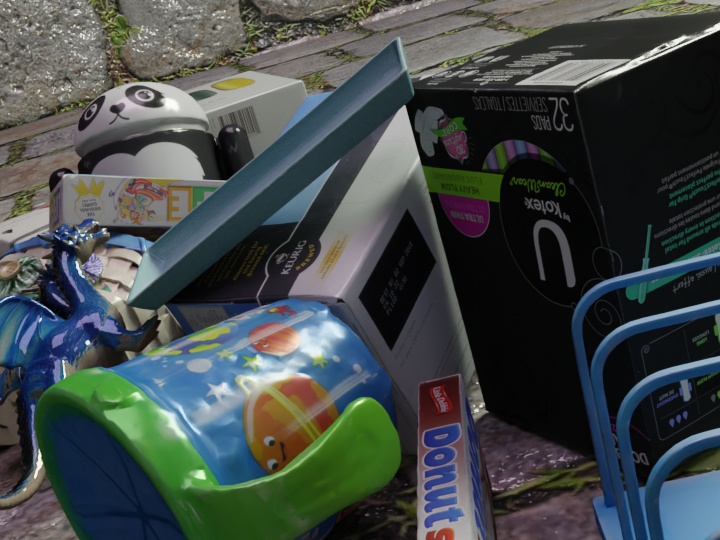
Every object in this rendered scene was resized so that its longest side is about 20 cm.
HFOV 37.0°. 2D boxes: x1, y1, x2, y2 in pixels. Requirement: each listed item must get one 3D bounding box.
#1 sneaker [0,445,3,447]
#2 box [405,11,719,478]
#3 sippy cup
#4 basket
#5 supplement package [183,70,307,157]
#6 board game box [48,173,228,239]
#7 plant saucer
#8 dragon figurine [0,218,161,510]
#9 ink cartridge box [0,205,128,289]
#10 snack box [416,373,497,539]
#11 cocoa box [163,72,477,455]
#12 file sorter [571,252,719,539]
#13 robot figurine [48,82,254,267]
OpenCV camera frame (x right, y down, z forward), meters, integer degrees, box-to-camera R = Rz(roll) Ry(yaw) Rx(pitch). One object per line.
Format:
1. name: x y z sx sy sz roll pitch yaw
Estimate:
1. sneaker: -0.343 0.109 0.754 0.199 0.089 0.077 -25 21 -26
2. box: 0.130 -0.019 0.571 0.124 0.201 0.148 -25 21 -24
3. sippy cup: -0.057 0.083 0.499 0.177 0.140 0.130 31 46 33
4. basket: -0.172 0.032 0.756 0.175 0.140 0.200 -3 25 25
5. supplement package: -0.137 -0.112 1.128 0.151 0.151 0.200 -21 19 -15
6. board game box: -0.121 -0.043 0.790 0.199 0.034 0.134 1 -2 -19
7. plant saucer: -0.049 -0.050 0.591 0.200 0.019 0.070 -37 21 15
8. dragon figurine: -0.176 0.052 0.593 0.099 0.059 0.200 19 45 10
9. ink cartridge box: -0.275 -0.018 1.076 0.146 0.083 0.200 -26 21 -32
10. snack box: 0.042 0.119 0.446 0.024 0.072 0.200 -14 19 8
11. cocoa box: 0.003 -0.007 0.659 0.131 0.134 0.200 -3 43 36
12. file sorter: 0.161 0.080 0.386 0.138 0.123 0.200 -14 19 6
13. robot figurine: -0.176 -0.063 0.932 0.150 0.201 0.125 -9 -8 -38
